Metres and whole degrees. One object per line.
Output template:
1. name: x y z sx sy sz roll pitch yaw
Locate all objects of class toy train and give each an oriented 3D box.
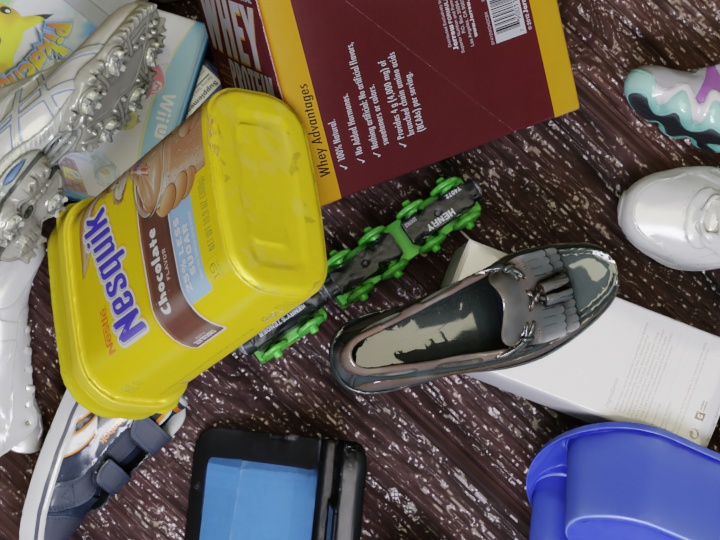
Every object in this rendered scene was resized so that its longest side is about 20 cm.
1. toy train: 0.000 0.000 1.482 0.200 0.056 0.042 -34 84 -4

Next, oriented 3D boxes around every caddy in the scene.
1. caddy: 0.204 0.177 1.424 0.200 0.142 0.105 24 45 -6

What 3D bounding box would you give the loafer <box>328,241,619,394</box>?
1. loafer: 0.077 0.034 1.374 0.200 0.063 0.072 -20 87 -4

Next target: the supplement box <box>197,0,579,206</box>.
1. supplement box: 0.009 -0.174 1.403 0.200 0.133 0.198 -21 112 -17

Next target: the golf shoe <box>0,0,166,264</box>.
1. golf shoe: -0.209 -0.106 1.382 0.097 0.078 0.200 29 72 21

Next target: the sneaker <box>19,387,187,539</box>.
1. sneaker: -0.167 0.108 1.456 0.079 0.078 0.200 20 84 4

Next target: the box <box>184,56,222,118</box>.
1. box: -0.127 -0.084 1.492 0.200 0.032 0.121 44 86 3

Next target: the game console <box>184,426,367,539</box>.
1. game console: -0.064 0.207 1.406 0.116 0.176 0.201 5 86 -2

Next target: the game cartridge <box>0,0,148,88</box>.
1. game cartridge: -0.239 -0.151 1.441 0.133 0.040 0.200 39 81 1

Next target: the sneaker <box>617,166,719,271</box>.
1. sneaker: 0.279 -0.033 1.475 0.199 0.099 0.078 8 86 -2

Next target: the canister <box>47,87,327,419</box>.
1. canister: -0.111 -0.010 1.349 0.086 0.200 0.149 8 62 -36

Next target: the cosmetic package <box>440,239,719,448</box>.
1. cosmetic package: 0.146 0.055 1.461 0.200 0.108 0.085 23 86 -3

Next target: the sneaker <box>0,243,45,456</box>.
1. sneaker: -0.252 0.070 1.468 0.099 0.075 0.200 24 90 -15

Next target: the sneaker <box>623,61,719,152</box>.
1. sneaker: 0.290 -0.147 1.501 0.200 0.078 0.140 18 84 -11

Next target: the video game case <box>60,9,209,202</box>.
1. video game case: -0.217 -0.129 1.469 0.199 0.018 0.143 17 84 1

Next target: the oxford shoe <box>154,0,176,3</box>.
1. oxford shoe: -0.055 -0.199 1.484 0.199 0.073 0.085 -6 89 -3
